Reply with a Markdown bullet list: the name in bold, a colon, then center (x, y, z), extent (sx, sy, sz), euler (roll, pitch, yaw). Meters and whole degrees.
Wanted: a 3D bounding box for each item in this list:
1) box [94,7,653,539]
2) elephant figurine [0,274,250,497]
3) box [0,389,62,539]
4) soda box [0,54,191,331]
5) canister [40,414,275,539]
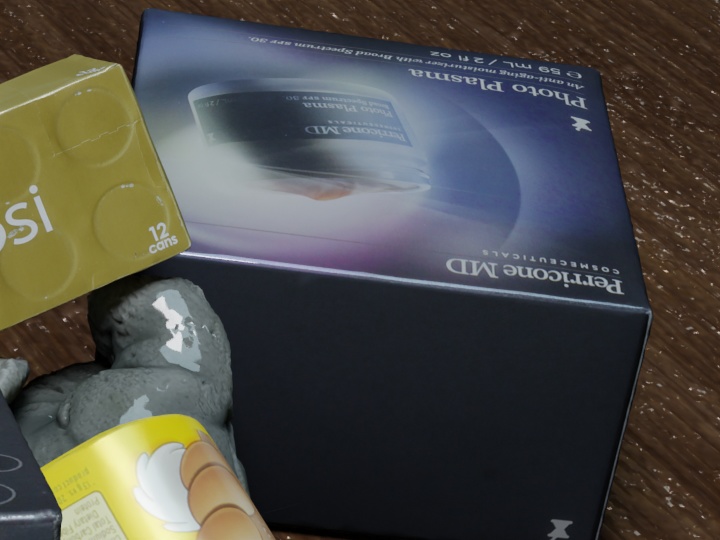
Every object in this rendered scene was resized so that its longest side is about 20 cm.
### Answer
- **box**: center (0.000, 0.000, 0.978), extent (0.199, 0.123, 0.199), euler (7, 32, -6)
- **elephant figurine**: center (-0.138, 0.081, 0.820), extent (0.199, 0.155, 0.142), euler (-5, 75, -6)
- **box**: center (-0.139, 0.071, 0.534), extent (0.122, 0.106, 0.200), euler (-1, 13, -16)
- **soda box**: center (-0.161, -0.003, 0.796), extent (0.200, 0.068, 0.064), euler (-24, 15, -16)
- **canister**: center (-0.020, 0.150, 0.635), extent (0.086, 0.149, 0.200), euler (-31, 65, -7)
